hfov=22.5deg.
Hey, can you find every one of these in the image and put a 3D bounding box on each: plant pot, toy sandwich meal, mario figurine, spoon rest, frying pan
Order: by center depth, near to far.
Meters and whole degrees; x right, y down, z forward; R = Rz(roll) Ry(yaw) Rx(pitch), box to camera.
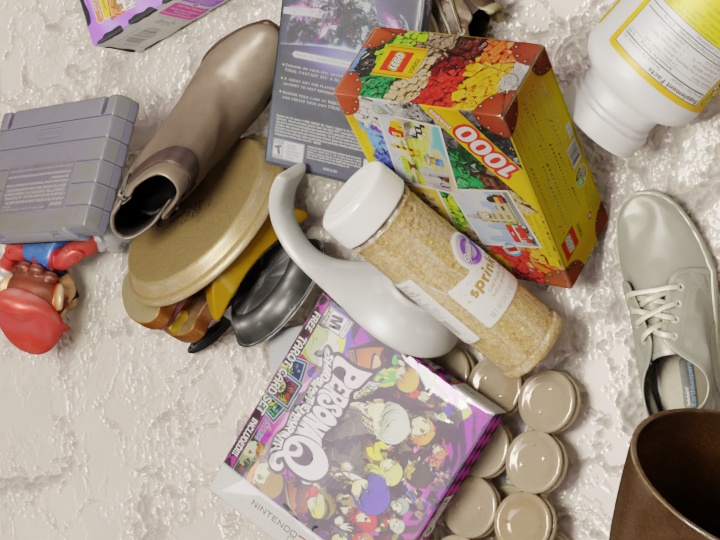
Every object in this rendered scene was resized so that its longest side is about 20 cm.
[{"bbox_3d":[0.251,0.235,1.322,0.187,0.187,0.200,34,121,29],"label":"plant pot"},{"bbox_3d":[0.000,0.000,1.495,0.200,0.099,0.061,44,127,11],"label":"spoon rest"},{"bbox_3d":[-0.129,-0.027,1.603,0.205,0.070,0.205,-32,33,25],"label":"toy sandwich meal"},{"bbox_3d":[-0.094,0.018,1.605,0.190,0.031,0.115,-6,50,59],"label":"frying pan"},{"bbox_3d":[-0.288,-0.017,1.738,0.123,0.106,0.200,-173,98,-69],"label":"mario figurine"}]

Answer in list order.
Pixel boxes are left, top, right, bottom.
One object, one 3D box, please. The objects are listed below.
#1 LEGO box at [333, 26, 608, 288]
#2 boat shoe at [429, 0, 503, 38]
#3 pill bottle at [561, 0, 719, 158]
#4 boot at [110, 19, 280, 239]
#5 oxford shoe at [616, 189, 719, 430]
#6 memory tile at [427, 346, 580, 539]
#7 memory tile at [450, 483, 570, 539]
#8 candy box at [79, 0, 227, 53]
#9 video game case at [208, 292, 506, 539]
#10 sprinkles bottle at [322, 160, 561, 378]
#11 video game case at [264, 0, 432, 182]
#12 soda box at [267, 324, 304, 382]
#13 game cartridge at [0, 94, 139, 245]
[{"bbox_3d":[0.089,-0.087,1.401,0.149,0.200,0.077,11,56,33],"label":"LEGO box"},{"bbox_3d":[0.083,-0.211,1.488,0.075,0.075,0.203,-10,91,21],"label":"boat shoe"},{"bbox_3d":[0.242,-0.180,1.357,0.200,0.104,0.104,-48,66,24],"label":"pill bottle"},{"bbox_3d":[-0.142,-0.112,1.553,0.070,0.146,0.200,34,126,-6],"label":"boot"},{"bbox_3d":[0.235,0.034,1.389,0.075,0.058,0.200,-15,80,35],"label":"oxford shoe"},{"bbox_3d":[0.097,0.169,1.477,0.153,0.017,0.200,11,87,35],"label":"memory tile"},{"bbox_3d":[0.138,0.287,1.475,0.153,0.017,0.200,-50,65,22],"label":"memory tile"},{"bbox_3d":[-0.174,-0.317,1.650,0.200,0.072,0.168,-24,76,31],"label":"candy box"},{"bbox_3d":[-0.006,0.149,1.488,0.181,0.036,0.200,35,102,20],"label":"video game case"},{"bbox_3d":[0.065,0.001,1.411,0.200,0.068,0.068,39,117,-17],"label":"sprinkles bottle"},{"bbox_3d":[-0.010,-0.174,1.491,0.143,0.019,0.200,16,105,34],"label":"video game case"},{"bbox_3d":[-0.030,0.145,1.558,0.068,0.063,0.200,-6,87,33],"label":"soda box"},{"bbox_3d":[-0.279,-0.088,1.649,0.200,0.038,0.130,-1,76,49],"label":"game cartridge"}]
